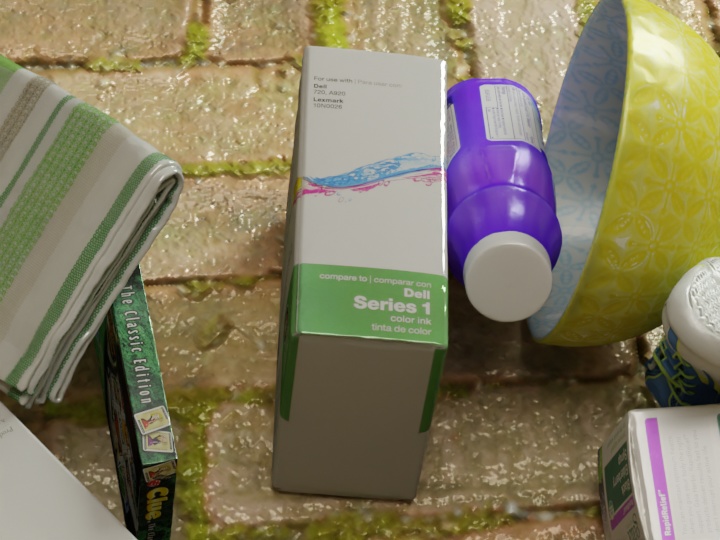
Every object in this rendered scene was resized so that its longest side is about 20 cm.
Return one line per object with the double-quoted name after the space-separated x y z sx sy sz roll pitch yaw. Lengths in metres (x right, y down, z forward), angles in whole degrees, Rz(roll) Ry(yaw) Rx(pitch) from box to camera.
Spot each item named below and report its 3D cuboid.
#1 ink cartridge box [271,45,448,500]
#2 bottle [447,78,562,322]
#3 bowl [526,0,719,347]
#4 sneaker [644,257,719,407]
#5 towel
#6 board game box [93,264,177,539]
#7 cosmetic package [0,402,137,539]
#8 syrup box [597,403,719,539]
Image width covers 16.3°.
0.000 0.000 1.368 0.083 0.145 0.201 4 52 -4 "ink cartridge box"
0.076 -0.038 1.403 0.065 0.084 0.200 0 26 -1 "bottle"
0.168 -0.047 1.398 0.107 0.201 0.201 11 52 -7 "bowl"
0.190 0.051 1.346 0.076 0.105 0.200 55 24 19 "sneaker"
-0.184 -0.026 1.356 0.200 0.031 0.150 32 89 47 "towel"
-0.125 0.047 1.343 0.023 0.105 0.201 -7 54 -10 "board game box"
-0.180 0.155 1.267 0.107 0.085 0.200 -34 64 -27 "cosmetic package"
0.232 0.114 1.338 0.198 0.079 0.082 -3 71 -9 "syrup box"
